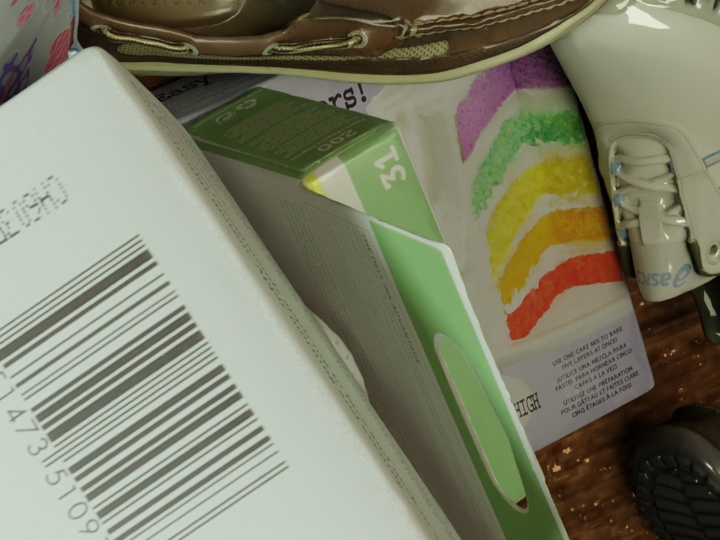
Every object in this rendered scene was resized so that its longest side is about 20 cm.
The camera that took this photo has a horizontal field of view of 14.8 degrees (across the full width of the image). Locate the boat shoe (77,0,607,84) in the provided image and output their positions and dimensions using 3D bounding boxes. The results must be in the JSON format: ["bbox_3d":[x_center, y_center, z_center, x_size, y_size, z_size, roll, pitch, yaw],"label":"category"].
[{"bbox_3d":[-0.009,-0.100,0.949,0.202,0.075,0.075,-9,84,1],"label":"boat shoe"}]

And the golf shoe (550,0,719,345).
[{"bbox_3d":[0.124,-0.039,1.049,0.200,0.078,0.097,38,65,-47],"label":"golf shoe"}]

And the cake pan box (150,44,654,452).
[{"bbox_3d":[0.000,0.000,1.040,0.200,0.052,0.184,-24,108,-23],"label":"cake pan box"}]

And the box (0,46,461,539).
[{"bbox_3d":[-0.095,0.074,0.846,0.200,0.131,0.199,-35,79,2],"label":"box"}]

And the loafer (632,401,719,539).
[{"bbox_3d":[0.188,0.108,1.162,0.200,0.073,0.071,42,68,-34],"label":"loafer"}]

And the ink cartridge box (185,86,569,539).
[{"bbox_3d":[0.020,0.023,0.910,0.048,0.200,0.146,-33,114,-20],"label":"ink cartridge box"}]

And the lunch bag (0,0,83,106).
[{"bbox_3d":[-0.177,-0.069,0.849,0.200,0.170,0.127,-24,72,-19],"label":"lunch bag"}]
